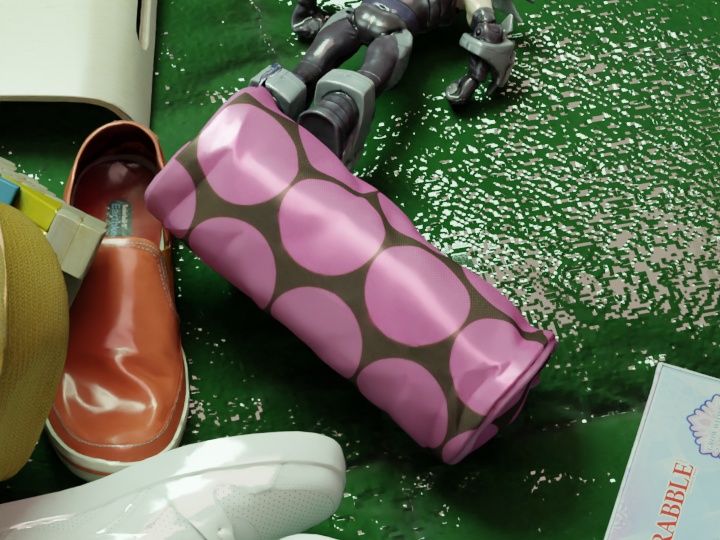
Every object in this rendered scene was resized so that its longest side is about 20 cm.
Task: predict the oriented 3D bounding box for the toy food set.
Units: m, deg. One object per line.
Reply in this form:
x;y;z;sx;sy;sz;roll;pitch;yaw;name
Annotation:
-0.205;-0.134;1.424;0.198;0.061;0.144;0;60;2;toy food set

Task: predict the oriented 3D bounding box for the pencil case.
0.000;0.000;1.274;0.200;0.094;0.091;43;98;10;pencil case

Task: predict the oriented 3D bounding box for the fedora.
-0.182;0.029;1.193;0.081;0.201;0.201;9;41;-40;fedora

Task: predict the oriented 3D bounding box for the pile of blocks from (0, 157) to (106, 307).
-0.194;-0.028;1.294;0.200;0.082;0.062;31;97;47;pile of blocks

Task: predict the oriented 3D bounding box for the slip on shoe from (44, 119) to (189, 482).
-0.116;0.013;1.297;0.073;0.061;0.201;1;52;-3;slip on shoe

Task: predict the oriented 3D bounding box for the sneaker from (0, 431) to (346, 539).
-0.091;0.146;1.187;0.199;0.074;0.116;-17;54;-2;sneaker

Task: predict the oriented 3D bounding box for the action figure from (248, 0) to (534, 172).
0.005;-0.117;1.404;0.129;0.070;0.200;20;49;24;action figure

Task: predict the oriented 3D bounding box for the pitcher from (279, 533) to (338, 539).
-0.018;0.220;1.099;0.171;0.121;0.201;23;64;11;pitcher

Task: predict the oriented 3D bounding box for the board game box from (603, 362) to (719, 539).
0.199;0.151;1.202;0.198;0.041;0.201;16;51;10;board game box
